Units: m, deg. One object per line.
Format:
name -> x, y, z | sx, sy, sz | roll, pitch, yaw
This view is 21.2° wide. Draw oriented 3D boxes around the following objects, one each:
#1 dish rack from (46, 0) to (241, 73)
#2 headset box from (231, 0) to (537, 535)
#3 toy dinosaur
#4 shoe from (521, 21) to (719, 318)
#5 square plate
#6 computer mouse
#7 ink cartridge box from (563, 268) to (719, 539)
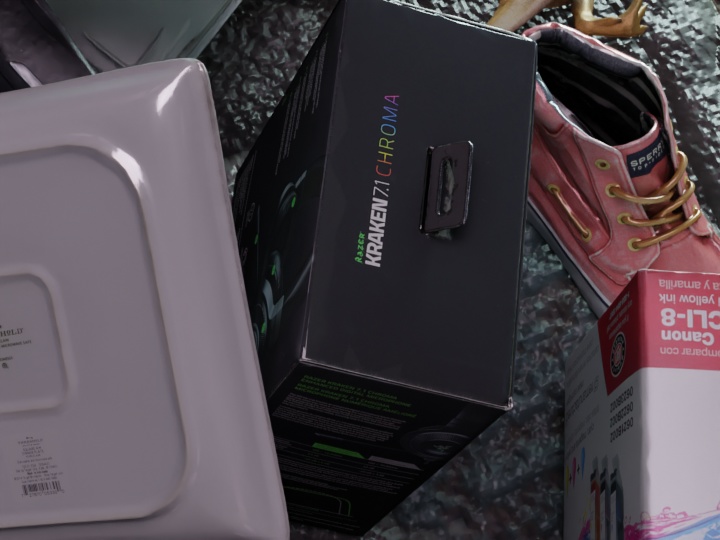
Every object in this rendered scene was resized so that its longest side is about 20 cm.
dish rack -> -0.132, -0.189, 0.927 | 0.200, 0.044, 0.172 | 38, 95, -19
headset box -> 0.000, 0.000, 0.844 | 0.092, 0.200, 0.176 | 13, 62, -14
toy dinosaur -> 0.099, -0.154, 1.030 | 0.105, 0.061, 0.201 | 15, 55, 25
shoe -> 0.137, -0.031, 0.949 | 0.071, 0.091, 0.200 | -36, 76, -23
square plate -> -0.138, 0.027, 0.778 | 0.198, 0.028, 0.200 | -7, 98, 21
computer mouse -> -0.127, -0.063, 0.862 | 0.046, 0.140, 0.201 | -37, 105, -8
ink cartridge box -> 0.172, 0.121, 0.844 | 0.143, 0.145, 0.202 | 5, 70, -7
